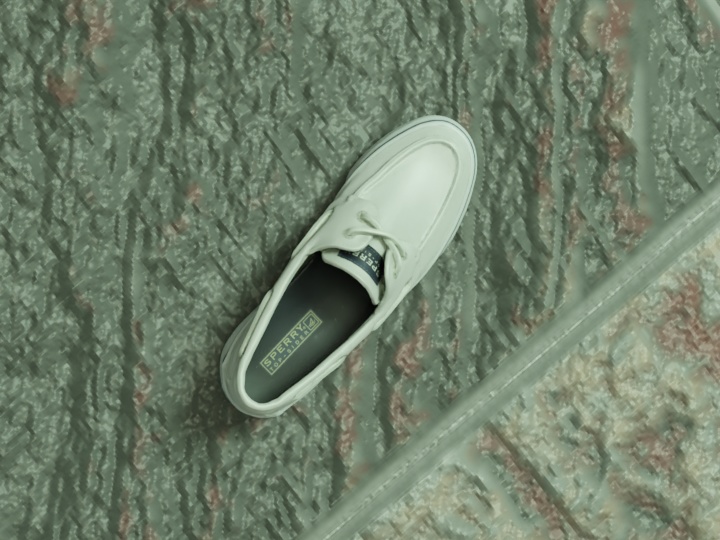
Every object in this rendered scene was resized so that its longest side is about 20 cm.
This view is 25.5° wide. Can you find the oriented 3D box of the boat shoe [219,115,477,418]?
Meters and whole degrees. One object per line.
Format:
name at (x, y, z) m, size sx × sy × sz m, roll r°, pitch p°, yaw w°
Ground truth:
boat shoe at (0.000, 0.000, 0.867) m, size 0.073 × 0.065 × 0.201 m, roll 36°, pitch 85°, yaw -8°
